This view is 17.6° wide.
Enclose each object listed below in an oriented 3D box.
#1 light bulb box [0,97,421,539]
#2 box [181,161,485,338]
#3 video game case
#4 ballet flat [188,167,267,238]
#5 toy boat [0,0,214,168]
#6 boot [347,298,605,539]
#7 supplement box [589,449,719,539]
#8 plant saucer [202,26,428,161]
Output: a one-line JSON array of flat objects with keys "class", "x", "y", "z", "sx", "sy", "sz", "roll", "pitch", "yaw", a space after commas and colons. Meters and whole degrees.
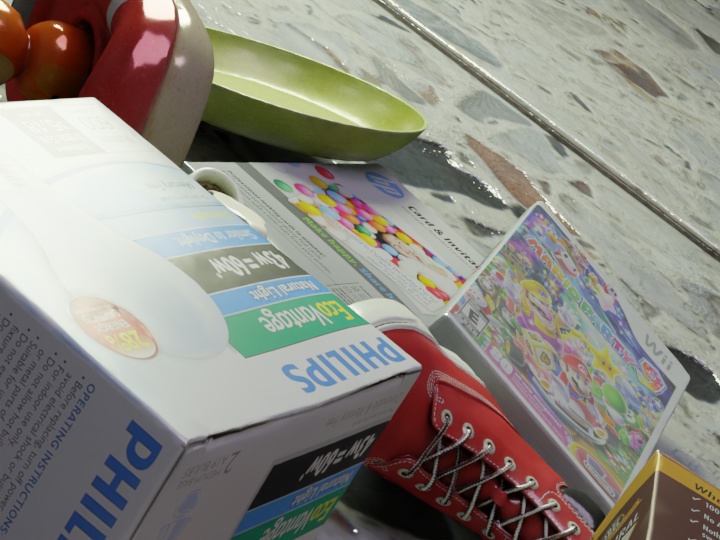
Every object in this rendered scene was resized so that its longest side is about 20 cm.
[{"class": "light bulb box", "x": -0.117, "y": 0.039, "z": 0.929, "sx": 0.200, "sy": 0.125, "sz": 0.198, "roll": 39, "pitch": 21, "yaw": 17}, {"class": "box", "x": 0.000, "y": 0.000, "z": 1.305, "sx": 0.156, "sy": 0.041, "sz": 0.200, "roll": 43, "pitch": 22, "yaw": 24}, {"class": "video game case", "x": 0.117, "y": 0.048, "z": 1.315, "sx": 0.143, "sy": 0.018, "sz": 0.200, "roll": 49, "pitch": 27, "yaw": -3}, {"class": "ballet flat", "x": -0.064, "y": 0.012, "z": 1.149, "sx": 0.069, "sy": 0.069, "sz": 0.200, "roll": 20, "pitch": 24, "yaw": -30}, {"class": "toy boat", "x": -0.160, "y": -0.106, "z": 1.194, "sx": 0.131, "sy": 0.131, "sz": 0.200, "roll": 11, "pitch": 28, "yaw": -29}, {"class": "boot", "x": 0.048, "y": 0.091, "z": 1.093, "sx": 0.144, "sy": 0.072, "sz": 0.200, "roll": 47, "pitch": 9, "yaw": 26}, {"class": "supplement box", "x": 0.159, "y": 0.209, "z": 0.936, "sx": 0.197, "sy": 0.133, "sz": 0.200, "roll": 32, "pitch": 21, "yaw": 0}, {"class": "plant saucer", "x": -0.058, "y": -0.107, "z": 1.422, "sx": 0.200, "sy": 0.031, "sz": 0.200, "roll": 18, "pitch": 14, "yaw": -5}]
